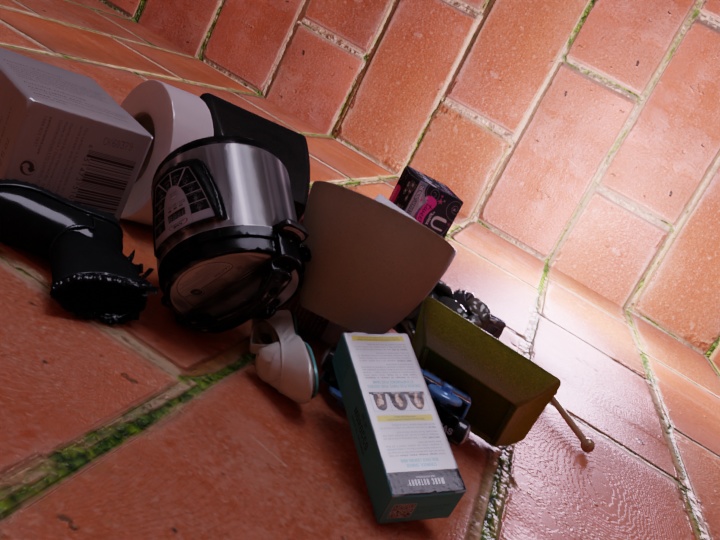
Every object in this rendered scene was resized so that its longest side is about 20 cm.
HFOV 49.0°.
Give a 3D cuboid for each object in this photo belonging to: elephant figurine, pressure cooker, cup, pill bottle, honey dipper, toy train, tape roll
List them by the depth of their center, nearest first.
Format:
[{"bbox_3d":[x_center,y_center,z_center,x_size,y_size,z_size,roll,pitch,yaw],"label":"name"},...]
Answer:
[{"bbox_3d":[-0.150,-0.031,0.917,0.175,0.177,0.203,-5,61,-15],"label":"pressure cooker"},{"bbox_3d":[0.044,0.148,0.963,0.198,0.088,0.114,28,5,5],"label":"toy train"},{"bbox_3d":[0.000,0.000,0.971,0.198,0.145,0.200,26,-5,2],"label":"cup"},{"bbox_3d":[-0.062,0.030,1.094,0.198,0.113,0.112,29,14,-2],"label":"pill bottle"},{"bbox_3d":[-0.297,-0.167,1.144,0.070,0.205,0.202,12,21,-44],"label":"tape roll"},{"bbox_3d":[0.100,0.057,1.256,0.199,0.157,0.141,38,45,21],"label":"elephant figurine"},{"bbox_3d":[0.337,0.233,1.314,0.037,0.038,0.201,22,17,-23],"label":"honey dipper"}]

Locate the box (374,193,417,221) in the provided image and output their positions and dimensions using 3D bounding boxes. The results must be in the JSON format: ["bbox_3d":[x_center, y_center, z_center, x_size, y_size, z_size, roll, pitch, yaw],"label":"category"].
[{"bbox_3d":[0.069,-0.019,1.376,0.155,0.201,0.041,38,59,15],"label":"box"}]

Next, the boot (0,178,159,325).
[{"bbox_3d":[-0.325,-0.017,0.851,0.196,0.074,0.163,15,25,-37],"label":"boot"}]

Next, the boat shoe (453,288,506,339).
[{"bbox_3d":[0.196,0.068,1.542,0.199,0.069,0.071,37,16,29],"label":"boat shoe"}]

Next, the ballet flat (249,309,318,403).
[{"bbox_3d":[-0.096,0.099,0.918,0.069,0.070,0.200,23,11,-19],"label":"ballet flat"}]

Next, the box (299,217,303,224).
[{"bbox_3d":[-0.025,-0.029,1.331,0.094,0.101,0.200,-20,38,-21],"label":"box"}]

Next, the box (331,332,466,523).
[{"bbox_3d":[0.034,0.155,0.816,0.081,0.050,0.202,3,43,-22],"label":"box"}]

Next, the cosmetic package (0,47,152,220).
[{"bbox_3d":[-0.395,-0.154,0.980,0.164,0.167,0.199,11,22,-49],"label":"cosmetic package"}]

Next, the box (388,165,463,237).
[{"bbox_3d":[0.114,-0.096,1.678,0.113,0.202,0.132,22,16,-19],"label":"box"}]

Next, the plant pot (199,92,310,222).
[{"bbox_3d":[-0.190,-0.117,1.232,0.197,0.201,0.179,19,30,-34],"label":"plant pot"}]

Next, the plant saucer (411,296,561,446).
[{"bbox_3d":[0.142,0.149,1.036,0.198,0.048,0.201,33,-29,15],"label":"plant saucer"}]
